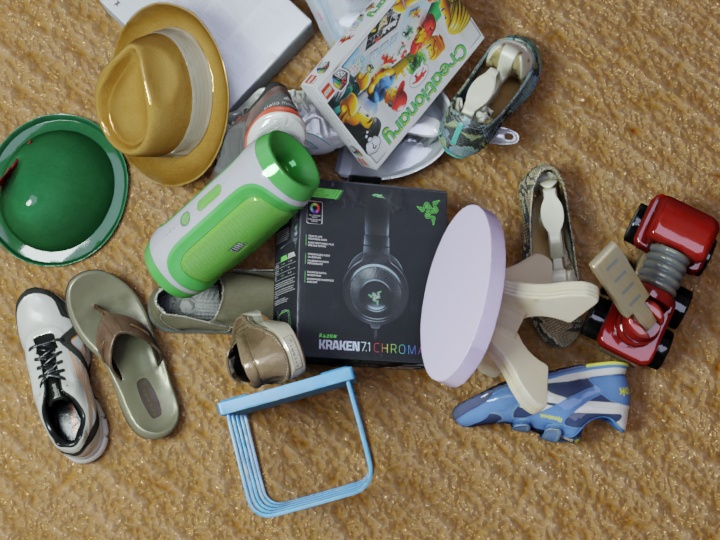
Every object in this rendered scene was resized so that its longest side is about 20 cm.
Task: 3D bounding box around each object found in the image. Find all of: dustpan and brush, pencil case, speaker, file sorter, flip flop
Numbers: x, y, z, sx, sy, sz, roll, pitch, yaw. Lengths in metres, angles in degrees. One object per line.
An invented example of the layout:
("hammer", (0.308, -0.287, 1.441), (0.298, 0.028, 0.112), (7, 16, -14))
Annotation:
("dustpan and brush", (0.078, -0.159, 1.596), (0.197, 0.057, 0.142), (10, 82, 3))
("pencil case", (-0.031, -0.322, 1.599), (0.083, 0.090, 0.202), (-35, 76, 22))
("speaker", (-0.134, -0.055, 1.472), (0.199, 0.088, 0.089), (-39, 81, 28))
("file sorter", (-0.058, 0.178, 1.483), (0.137, 0.200, 0.125), (-16, 84, -1))
("flip flop", (-0.254, 0.089, 1.558), (0.080, 0.058, 0.202), (-23, 86, -19))

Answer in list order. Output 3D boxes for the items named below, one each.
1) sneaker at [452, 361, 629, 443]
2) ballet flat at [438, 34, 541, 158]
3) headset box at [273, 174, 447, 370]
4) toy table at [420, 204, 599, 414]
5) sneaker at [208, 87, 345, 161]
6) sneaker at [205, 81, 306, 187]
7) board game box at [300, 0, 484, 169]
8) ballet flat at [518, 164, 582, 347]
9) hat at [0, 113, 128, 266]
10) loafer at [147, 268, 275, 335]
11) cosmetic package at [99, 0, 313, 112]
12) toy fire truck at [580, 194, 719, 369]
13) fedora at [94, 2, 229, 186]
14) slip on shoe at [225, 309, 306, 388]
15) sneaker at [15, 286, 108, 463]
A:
("sneaker", (0.198, 0.151, 1.543), (0.197, 0.074, 0.084), (-11, 87, 3))
("ballet flat", (0.150, -0.205, 1.559), (0.074, 0.075, 0.201), (28, 56, 5))
("headset box", (0.000, 0.000, 1.533), (0.172, 0.093, 0.203), (5, 81, -20))
("toy table", (0.143, 0.041, 1.454), (0.116, 0.183, 0.203), (24, 62, -21))
("sneaker", (-0.075, -0.166, 1.573), (0.198, 0.081, 0.071), (-22, 37, 5))
("sneaker", (-0.117, -0.121, 1.534), (0.076, 0.200, 0.083), (15, 46, -30))
("board game box", (0.037, -0.226, 1.541), (0.201, 0.034, 0.126), (-51, 127, -13))
("ballet flat", (0.208, -0.019, 1.565), (0.067, 0.075, 0.203), (-5, 82, -4))
("hat", (-0.352, -0.092, 1.538), (0.164, 0.176, 0.203), (21, 83, 4))
("loafer", (-0.139, 0.037, 1.569), (0.197, 0.070, 0.076), (-7, 81, 1))
("cosmetic package", (-0.174, -0.288, 1.626), (0.200, 0.052, 0.151), (44, 84, 7))
("toy fire truck", (0.301, -0.001, 1.497), (0.127, 0.200, 0.178), (26, 83, 5))
("fedora", (-0.230, -0.188, 1.553), (0.198, 0.081, 0.204), (9, 106, 35))
("slip on shoe", (-0.112, 0.088, 1.469), (0.060, 0.200, 0.077), (-23, 100, -17))
("sneaker", (-0.328, 0.110, 1.560), (0.073, 0.080, 0.202), (-23, 80, 0))
